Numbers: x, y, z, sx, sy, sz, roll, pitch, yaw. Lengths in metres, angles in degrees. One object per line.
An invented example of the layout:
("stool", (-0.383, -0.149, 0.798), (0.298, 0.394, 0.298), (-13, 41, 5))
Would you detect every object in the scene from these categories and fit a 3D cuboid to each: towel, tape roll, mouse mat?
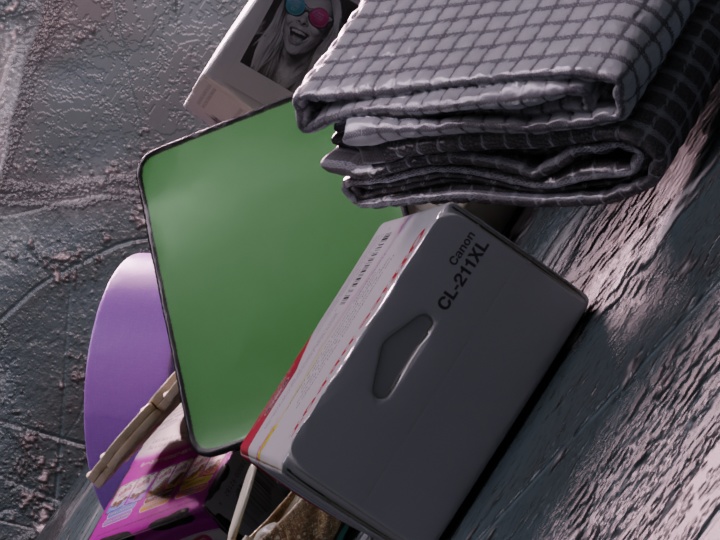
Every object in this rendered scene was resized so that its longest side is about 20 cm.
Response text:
("towel", (0.085, -0.104, 1.215), (0.199, 0.086, 0.166), (-4, 41, 39))
("tape roll", (-0.136, 0.089, 1.860), (0.200, 0.065, 0.202), (2, -90, -73))
("mouse mat", (-0.044, -0.005, 1.471), (0.160, 0.201, 0.008), (-20, -25, 14))

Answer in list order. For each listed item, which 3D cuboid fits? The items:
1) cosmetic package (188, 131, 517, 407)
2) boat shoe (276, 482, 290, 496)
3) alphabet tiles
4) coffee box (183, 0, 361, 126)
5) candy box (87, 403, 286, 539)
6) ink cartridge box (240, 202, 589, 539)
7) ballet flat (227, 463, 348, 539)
("cosmetic package", (0.000, 0.000, 1.497), (0.201, 0.103, 0.073), (-55, -25, -5))
("boat shoe", (-0.016, 0.061, 1.584), (0.076, 0.060, 0.200), (-50, 9, 46))
("alphabet tiles", (-0.099, 0.054, 1.610), (0.200, 0.015, 0.196), (-49, -1, -23))
("coffee box", (0.022, -0.141, 1.681), (0.198, 0.199, 0.200), (-56, 6, -6))
("candy box", (-0.085, 0.117, 1.676), (0.136, 0.061, 0.201), (-23, 29, 44))
("ink cartridge box", (0.020, 0.053, 1.223), (0.146, 0.083, 0.200), (-57, 6, -5))
("ballet flat", (-0.018, 0.100, 1.370), (0.201, 0.065, 0.070), (-58, 7, -14))
